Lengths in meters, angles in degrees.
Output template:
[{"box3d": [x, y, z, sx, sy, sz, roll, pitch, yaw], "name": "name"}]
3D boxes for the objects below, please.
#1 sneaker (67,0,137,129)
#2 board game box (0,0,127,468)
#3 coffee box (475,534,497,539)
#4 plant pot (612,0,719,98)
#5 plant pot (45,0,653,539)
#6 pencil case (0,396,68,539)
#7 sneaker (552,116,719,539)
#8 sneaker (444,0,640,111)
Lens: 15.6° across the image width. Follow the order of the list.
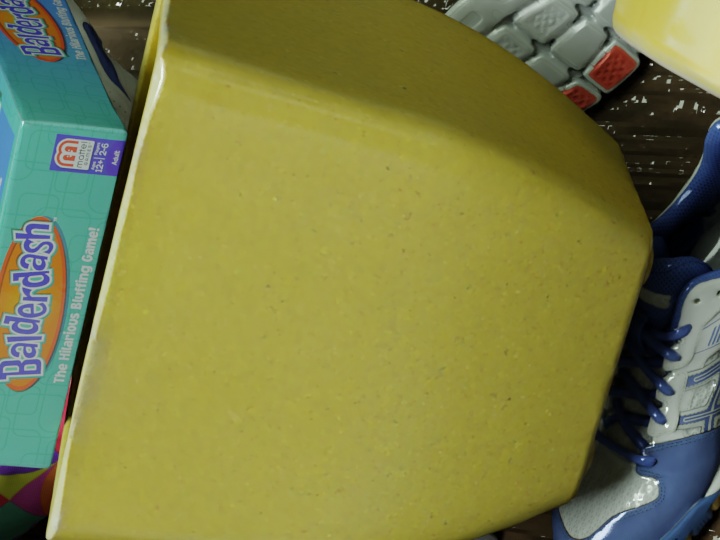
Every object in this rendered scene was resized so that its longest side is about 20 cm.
[{"box3d": [-0.144, -0.067, 1.220, 0.081, 0.115, 0.199, -39, 17, 11], "name": "sneaker"}, {"box3d": [-0.150, -0.036, 1.082, 0.200, 0.045, 0.152, -121, 41, -57], "name": "board game box"}, {"box3d": [-0.049, 0.164, 1.105, 0.113, 0.080, 0.200, 26, 83, 41], "name": "coffee box"}, {"box3d": [0.196, -0.151, 1.029, 0.201, 0.201, 0.189, 38, 108, 42], "name": "plant pot"}, {"box3d": [0.000, 0.000, 1.016, 0.194, 0.200, 0.196, -95, 20, -68], "name": "plant pot"}, {"box3d": [-0.120, 0.046, 1.220, 0.200, 0.088, 0.088, -38, 50, 16], "name": "pencil case"}, {"box3d": [0.121, 0.027, 1.047, 0.075, 0.088, 0.200, 23, 83, 40], "name": "sneaker"}, {"box3d": [0.105, -0.137, 1.175, 0.200, 0.077, 0.082, -37, 23, 14], "name": "sneaker"}]
